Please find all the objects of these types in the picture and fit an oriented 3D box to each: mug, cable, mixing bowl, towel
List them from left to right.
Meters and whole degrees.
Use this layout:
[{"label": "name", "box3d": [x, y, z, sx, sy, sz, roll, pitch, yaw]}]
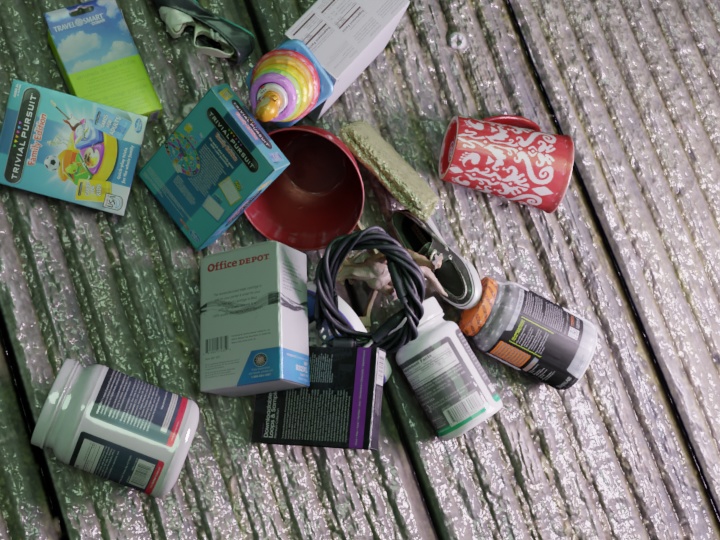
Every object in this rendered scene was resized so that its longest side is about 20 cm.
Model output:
[{"label": "mixing bowl", "box3d": [-0.082, -0.145, 1.625, 0.199, 0.201, 0.109, 31, 31, -6]}, {"label": "cable", "box3d": [0.014, 0.033, 1.512, 0.161, 0.202, 0.051, 13, 26, 8]}, {"label": "towel", "box3d": [0.047, -0.162, 1.690, 0.036, 0.148, 0.200, -43, 91, 15]}, {"label": "mug", "box3d": [0.236, -0.188, 1.776, 0.197, 0.178, 0.135, 12, 107, -9]}]

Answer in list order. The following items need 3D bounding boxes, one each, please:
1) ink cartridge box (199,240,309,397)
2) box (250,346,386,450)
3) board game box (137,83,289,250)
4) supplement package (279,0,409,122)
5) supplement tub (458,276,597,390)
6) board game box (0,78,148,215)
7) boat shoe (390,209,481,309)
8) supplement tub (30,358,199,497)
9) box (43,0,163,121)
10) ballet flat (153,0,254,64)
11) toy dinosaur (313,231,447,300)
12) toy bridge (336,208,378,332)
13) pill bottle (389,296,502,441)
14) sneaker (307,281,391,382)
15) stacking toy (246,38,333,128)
[{"label": "ink cartridge box", "box3d": [-0.155, 0.073, 1.538, 0.083, 0.144, 0.203, 23, 60, -57]}, {"label": "box", "box3d": [-0.063, 0.183, 1.529, 0.198, 0.036, 0.145, -1, 75, 25]}, {"label": "board game box", "box3d": [-0.220, -0.151, 1.563, 0.151, 0.200, 0.047, 51, 31, 3]}, {"label": "supplement package", "box3d": [-0.037, -0.370, 1.705, 0.111, 0.156, 0.200, 41, 67, 0]}, {"label": "supplement tub", "box3d": [0.265, 0.097, 1.680, 0.198, 0.123, 0.124, 27, 68, -9]}, {"label": "board game box", "box3d": [-0.428, -0.180, 1.555, 0.198, 0.047, 0.153, 14, 94, -13]}, {"label": "boat shoe", "box3d": [0.113, -0.018, 1.665, 0.063, 0.071, 0.201, 8, 38, -54]}, {"label": "supplement tub", "box3d": [-0.333, 0.214, 1.447, 0.198, 0.140, 0.142, 23, 68, -10]}, {"label": "box", "box3d": [-0.400, -0.315, 1.633, 0.121, 0.048, 0.202, -22, 82, -22]}, {"label": "ballet flat", "box3d": [-0.265, -0.393, 1.690, 0.198, 0.073, 0.074, 29, 68, -10]}, {"label": "toy dinosaur", "box3d": [0.040, -0.006, 1.603, 0.198, 0.135, 0.087, 6, 96, -31]}, {"label": "toy bridge", "box3d": [0.000, 0.000, 1.677, 0.066, 0.027, 0.203, -2, 75, -19]}, {"label": "pill bottle", "box3d": [0.124, 0.150, 1.625, 0.112, 0.113, 0.201, -27, 84, -23]}, {"label": "sneaker", "box3d": [-0.058, 0.133, 1.590, 0.146, 0.080, 0.201, -42, 95, -28]}, {"label": "stacking toy", "box3d": [-0.122, -0.254, 1.530, 0.115, 0.200, 0.110, -34, 104, 20]}]
